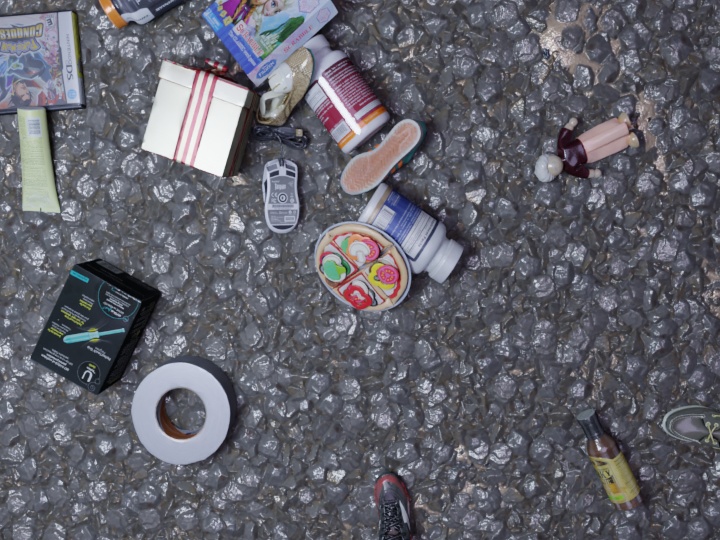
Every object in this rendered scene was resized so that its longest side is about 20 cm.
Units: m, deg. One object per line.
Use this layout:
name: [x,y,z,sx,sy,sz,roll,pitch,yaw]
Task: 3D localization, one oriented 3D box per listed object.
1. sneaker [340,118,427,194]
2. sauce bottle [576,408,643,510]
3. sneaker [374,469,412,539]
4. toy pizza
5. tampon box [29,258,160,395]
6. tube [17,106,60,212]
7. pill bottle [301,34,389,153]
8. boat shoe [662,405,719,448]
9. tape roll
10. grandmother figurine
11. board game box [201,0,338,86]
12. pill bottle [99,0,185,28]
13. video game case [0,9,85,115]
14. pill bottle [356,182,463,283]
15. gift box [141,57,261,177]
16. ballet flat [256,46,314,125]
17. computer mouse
sneaker: [0.050,-0.212,1.412,0.199,0.080,0.072,-35,82,25]
sauce bottle: [0.487,0.371,1.457,0.064,0.065,0.203,-27,92,4]
sneaker: [0.067,0.504,1.461,0.069,0.098,0.205,-6,94,4]
toy pizza: [0.000,0.000,1.396,0.196,0.032,0.203,13,128,17]
tampon box: [-0.505,0.104,1.422,0.148,0.126,0.203,28,96,-1]
tube: [-0.629,-0.213,1.432,0.057,0.051,0.205,19,115,40]
pill bottle: [-0.043,-0.331,1.378,0.112,0.113,0.201,-36,94,4]
boat shoe: [0.698,0.311,1.446,0.197,0.060,0.074,6,95,1]
tape roll: [-0.348,0.276,1.465,0.195,0.066,0.205,0,95,1]
grandmother figurine: [0.420,-0.230,1.406,0.197,0.061,0.123,-27,86,1]
board game box: [-0.170,-0.472,1.356,0.199,0.041,0.201,-41,61,5]
pill bottle: [-0.386,-0.530,1.371,0.197,0.106,0.108,-29,94,4]
video game case: [-0.639,-0.400,1.429,0.195,0.026,0.185,-4,95,2]
pill bottle: [0.093,-0.066,1.400,0.198,0.111,0.112,34,95,-2]
gift box: [-0.298,-0.290,1.353,0.196,0.185,0.190,19,97,-7]
ballet flat: [-0.143,-0.326,1.344,0.064,0.200,0.071,-18,71,-32]
computer mouse: [-0.157,-0.175,1.425,0.107,0.044,0.205,-1,98,-21]
